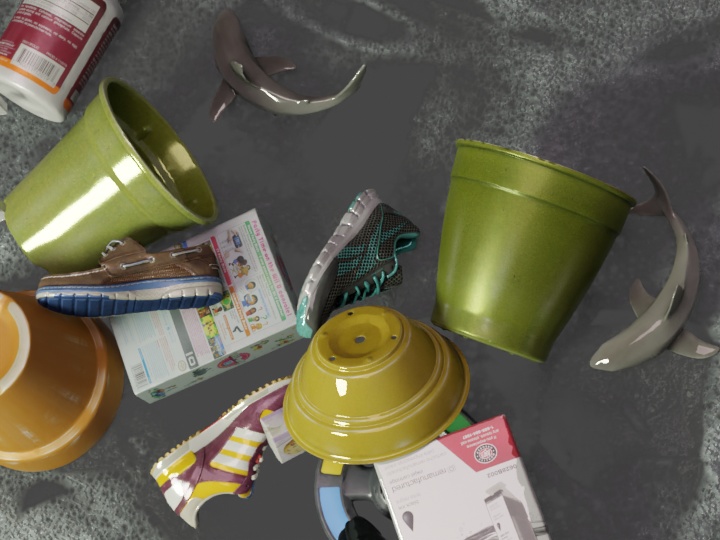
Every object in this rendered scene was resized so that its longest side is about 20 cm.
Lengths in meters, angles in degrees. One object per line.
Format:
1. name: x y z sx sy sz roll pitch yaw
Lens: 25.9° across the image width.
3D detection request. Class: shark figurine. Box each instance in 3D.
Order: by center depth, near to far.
1. shark figurine: 0.325 0.008 1.642 0.127 0.090 0.216 12 77 14
2. shark figurine: -0.104 -0.220 1.797 0.214 0.090 0.129 25 80 20

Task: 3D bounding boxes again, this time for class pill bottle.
1. pill bottle: -0.354 -0.289 1.864 0.114 0.114 0.201 25 79 18

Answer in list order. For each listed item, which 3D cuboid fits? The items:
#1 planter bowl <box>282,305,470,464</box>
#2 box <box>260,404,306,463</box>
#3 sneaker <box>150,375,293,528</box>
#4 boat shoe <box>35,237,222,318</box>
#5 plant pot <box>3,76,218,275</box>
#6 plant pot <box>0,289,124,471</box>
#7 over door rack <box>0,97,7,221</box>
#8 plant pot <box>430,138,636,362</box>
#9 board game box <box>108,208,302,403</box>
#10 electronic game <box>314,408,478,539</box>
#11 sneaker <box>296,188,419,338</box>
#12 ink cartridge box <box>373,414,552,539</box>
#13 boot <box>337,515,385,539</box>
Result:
1. planter bowl: 0.007 0.096 1.600 0.199 0.084 0.201 -10 40 8
2. box: -0.009 0.136 1.657 0.199 0.042 0.039 -26 39 -12
3. sneaker: -0.124 0.194 1.691 0.200 0.075 0.090 -36 83 2
4. boat shoe: -0.250 0.006 1.686 0.199 0.072 0.073 -1 71 -18
5. plant pot: -0.292 -0.083 1.759 0.184 0.200 0.201 -35 69 11
6. plant pot: -0.382 0.103 1.708 0.199 0.183 0.201 -4 72 11
7. over door rack: -0.480 -0.102 1.847 0.199 0.067 0.149 -18 68 28
8. plant pot: 0.164 -0.012 1.639 0.199 0.200 0.194 19 90 17
9. board game box: -0.175 0.041 1.749 0.199 0.064 0.148 -23 70 5
10. electronic game: 0.048 0.226 1.653 0.199 0.042 0.201 -4 71 11
11. sneaker: 0.000 0.000 1.699 0.091 0.078 0.200 28 59 7
12. ink cartridge box: 0.114 0.265 1.573 0.146 0.083 0.201 -21 77 0
13. boot: -0.023 0.373 1.586 0.168 0.076 0.201 -33 67 16
